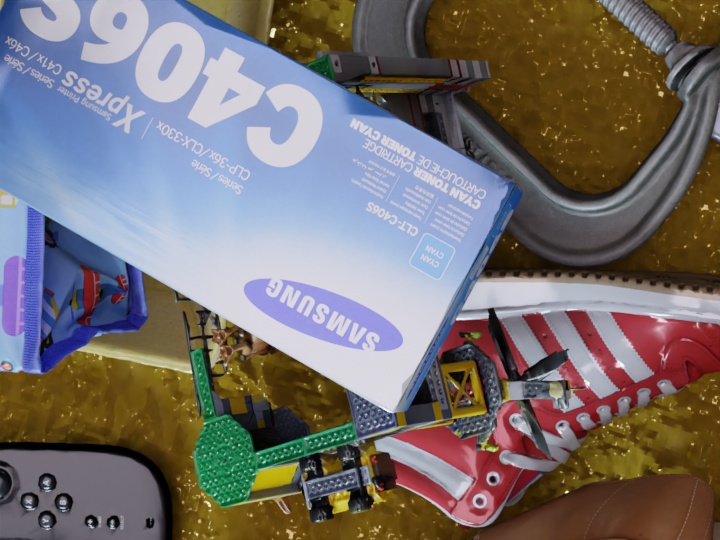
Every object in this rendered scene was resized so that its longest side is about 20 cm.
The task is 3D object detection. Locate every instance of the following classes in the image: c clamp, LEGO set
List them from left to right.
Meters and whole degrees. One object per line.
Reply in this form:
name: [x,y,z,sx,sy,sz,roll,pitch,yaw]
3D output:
LEGO set: [0.000,0.000,0.904,0.153,0.115,0.202,-30,72,40]
c clamp: [0.081,-0.110,0.938,0.171,0.027,0.200,-44,76,17]

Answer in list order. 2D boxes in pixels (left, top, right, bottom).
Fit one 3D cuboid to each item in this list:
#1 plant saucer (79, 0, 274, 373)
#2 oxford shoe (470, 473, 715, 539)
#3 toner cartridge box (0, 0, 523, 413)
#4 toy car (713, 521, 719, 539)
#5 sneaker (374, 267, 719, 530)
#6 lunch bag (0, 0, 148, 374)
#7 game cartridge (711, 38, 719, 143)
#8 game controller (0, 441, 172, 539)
plant saucer: [-0.139,-0.071,0.984,0.198,0.048,0.202,10,97,9]
oxford shoe: [0.078,0.130,0.932,0.071,0.072,0.199,45,143,-19]
toner cartridge box: [-0.049,-0.037,0.808,0.199,0.043,0.096,29,92,8]
toy car: [0.191,0.195,0.901,0.198,0.150,0.177,-6,94,10]
sneaker: [0.097,0.056,0.944,0.198,0.071,0.114,1,92,17]
lunch bag: [-0.177,-0.069,0.894,0.149,0.094,0.202,3,103,23]
game cartridge: [0.233,-0.122,0.924,0.133,0.040,0.201,30,99,2]
game controller: [-0.139,0.178,1.010,0.103,0.042,0.202,3,96,9]
